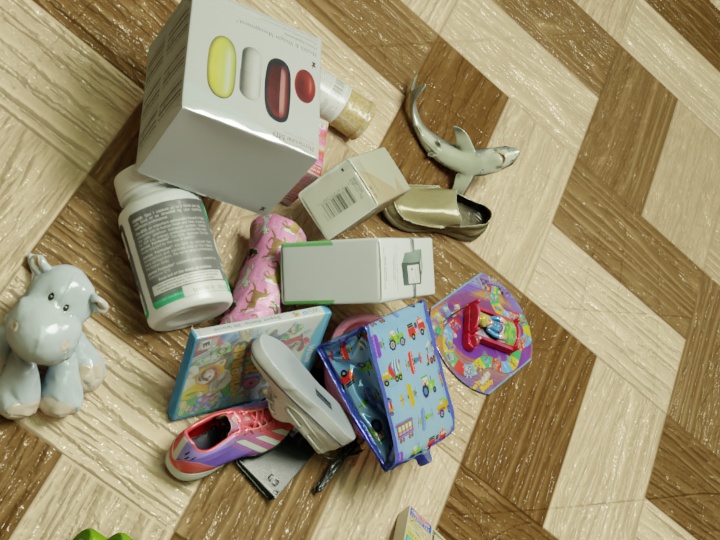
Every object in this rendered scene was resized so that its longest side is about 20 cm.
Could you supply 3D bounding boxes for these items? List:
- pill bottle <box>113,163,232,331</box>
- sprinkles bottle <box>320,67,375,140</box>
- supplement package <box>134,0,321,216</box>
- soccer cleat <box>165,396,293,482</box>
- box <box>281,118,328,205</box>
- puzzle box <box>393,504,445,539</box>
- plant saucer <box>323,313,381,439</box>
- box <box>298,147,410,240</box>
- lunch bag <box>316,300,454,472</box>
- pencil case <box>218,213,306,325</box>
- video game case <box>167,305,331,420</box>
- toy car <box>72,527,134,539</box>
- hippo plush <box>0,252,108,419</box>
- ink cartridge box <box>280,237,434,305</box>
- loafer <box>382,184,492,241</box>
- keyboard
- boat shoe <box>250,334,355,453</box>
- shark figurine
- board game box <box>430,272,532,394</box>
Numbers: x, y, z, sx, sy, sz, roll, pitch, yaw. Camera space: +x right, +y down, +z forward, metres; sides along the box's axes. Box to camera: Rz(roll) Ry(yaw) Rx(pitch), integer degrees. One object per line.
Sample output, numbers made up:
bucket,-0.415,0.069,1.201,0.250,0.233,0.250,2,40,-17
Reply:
pill bottle,-0.243,-0.034,1.539,0.112,0.113,0.202,-9,75,-38
sprinkles bottle,-0.073,-0.274,1.805,0.199,0.068,0.069,32,53,-20
supplement package,-0.164,-0.212,1.525,0.190,0.147,0.202,18,54,-27
soccer cleat,-0.151,0.198,1.510,0.199,0.073,0.068,-21,62,-38
box,-0.155,-0.185,1.685,0.199,0.094,0.104,23,57,-25
puzzle box,0.119,0.418,1.601,0.200,0.025,0.133,45,20,-10
plant saucer,0.023,0.158,1.661,0.199,0.051,0.202,26,46,-30
box,-0.005,-0.112,1.704,0.078,0.095,0.200,56,20,0
lunch bag,0.053,0.160,1.592,0.150,0.094,0.202,-20,86,-54
pencil case,-0.133,0.024,1.604,0.082,0.087,0.201,11,57,7
video game case,-0.139,0.116,1.523,0.199,0.144,0.018,-10,45,-36
toy car,-0.269,0.409,1.297,0.164,0.157,0.201,43,61,-24
hippo plush,-0.342,0.069,1.386,0.159,0.161,0.201,37,52,-15
ink cartridge box,0.000,0.000,1.620,0.200,0.144,0.085,-4,91,-67
loafer,0.121,-0.097,1.860,0.198,0.067,0.077,8,64,-33
keyboard,-0.069,0.229,1.600,0.127,0.021,0.200,45,51,-2
boat shoe,-0.085,0.164,1.514,0.200,0.065,0.074,51,16,-27
shark figurine,0.142,-0.207,1.940,0.214,0.129,0.089,38,24,7
board game box,0.199,0.090,1.844,0.199,0.039,0.159,-31,88,-40
